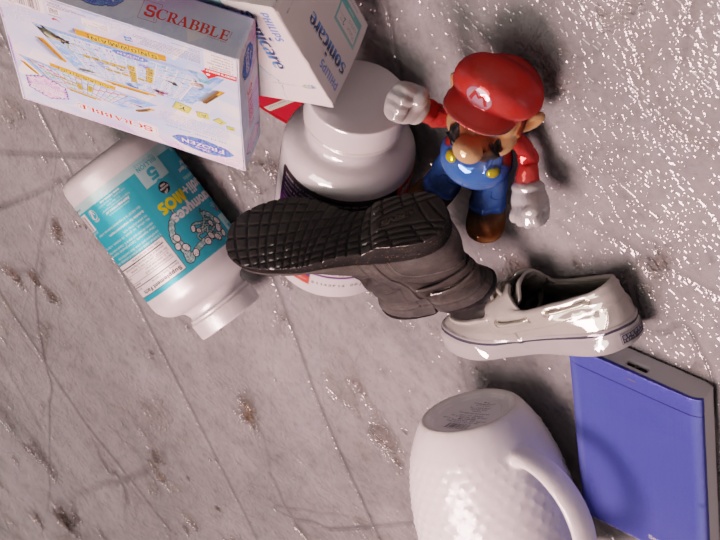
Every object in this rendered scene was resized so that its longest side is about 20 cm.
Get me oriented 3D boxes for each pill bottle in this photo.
[{"bbox_3d":[-0.183,-0.033,2.044,0.200,0.111,0.111,53,148,-6],"label":"pill bottle"},{"bbox_3d":[-0.013,-0.078,1.785,0.111,0.111,0.200,37,147,19],"label":"pill bottle"}]

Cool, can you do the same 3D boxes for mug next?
[{"bbox_3d":[0.131,0.204,1.865,0.200,0.148,0.175,12,123,55],"label":"mug"}]

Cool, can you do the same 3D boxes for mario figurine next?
[{"bbox_3d":[0.082,-0.086,1.654,0.200,0.123,0.106,101,157,-59],"label":"mario figurine"}]

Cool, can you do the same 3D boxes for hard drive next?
[{"bbox_3d":[0.239,0.152,1.797,0.132,0.025,0.200,24,140,34],"label":"hard drive"}]

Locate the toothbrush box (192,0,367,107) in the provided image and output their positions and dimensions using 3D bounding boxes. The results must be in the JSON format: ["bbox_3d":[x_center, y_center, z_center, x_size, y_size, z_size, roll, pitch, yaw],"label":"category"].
[{"bbox_3d":[-0.115,-0.211,1.681,0.200,0.085,0.146,12,157,26],"label":"toothbrush box"}]

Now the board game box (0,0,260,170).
[{"bbox_3d":[-0.178,-0.165,1.678,0.200,0.041,0.200,19,159,5],"label":"board game box"}]

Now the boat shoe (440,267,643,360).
[{"bbox_3d":[0.139,0.032,1.753,0.200,0.072,0.066,1,120,49],"label":"boat shoe"}]

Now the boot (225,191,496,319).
[{"bbox_3d":[0.000,0.000,1.742,0.200,0.070,0.132,0,151,23],"label":"boot"}]

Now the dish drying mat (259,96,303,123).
[{"bbox_3d":[-0.060,-0.200,1.803,0.077,0.018,0.200,33,145,27],"label":"dish drying mat"}]
